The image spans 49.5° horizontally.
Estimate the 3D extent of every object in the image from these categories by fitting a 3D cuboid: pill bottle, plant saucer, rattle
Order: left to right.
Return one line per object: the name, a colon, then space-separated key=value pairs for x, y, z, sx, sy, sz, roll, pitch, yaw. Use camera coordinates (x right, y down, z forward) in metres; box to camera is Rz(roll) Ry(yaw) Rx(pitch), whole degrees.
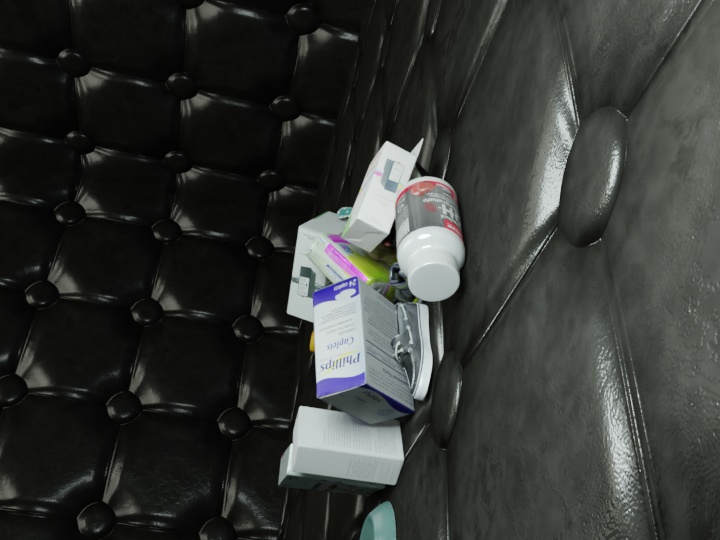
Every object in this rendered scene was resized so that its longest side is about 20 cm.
plant saucer: x=0.024 y=0.529 z=1.441 sx=0.200 sy=0.035 sz=0.204 roll=-170 pitch=90 yaw=-81
rattle: x=0.040 y=-0.117 z=1.600 sx=0.201 sy=0.128 sz=0.145 roll=-115 pitch=31 yaw=-46
pill bottle: x=0.111 y=-0.049 z=1.258 sx=0.202 sy=0.108 sz=0.112 roll=-90 pitch=14 yaw=-47

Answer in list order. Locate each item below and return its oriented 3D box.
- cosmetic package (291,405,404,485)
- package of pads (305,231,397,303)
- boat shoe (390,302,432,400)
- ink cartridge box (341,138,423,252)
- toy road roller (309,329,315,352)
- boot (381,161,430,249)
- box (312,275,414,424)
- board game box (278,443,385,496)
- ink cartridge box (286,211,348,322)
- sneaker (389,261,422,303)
cosmetic package: x=-0.025 y=0.323 z=1.442 sx=0.102 sy=0.196 sz=0.072 roll=-93 pitch=16 yaw=-57
package of pads: x=0.000 y=0.000 z=1.551 sx=0.069 sy=0.154 sz=0.199 roll=-53 pitch=-21 yaw=14
boat shoe: x=0.085 y=0.136 z=1.365 sx=0.072 sy=0.066 sz=0.203 roll=110 pitch=167 yaw=-47
ink cartridge box: x=0.039 y=-0.149 z=1.409 sx=0.117 sy=0.066 sz=0.203 roll=136 pitch=157 yaw=-68
toy road roller: x=-0.030 y=0.128 z=1.769 sx=0.200 sy=0.120 sz=0.149 roll=17 pitch=-99 yaw=-78
boot: x=0.080 y=-0.127 z=1.492 sx=0.144 sy=0.072 sz=0.201 roll=-44 pitch=25 yaw=20
box: x=0.005 y=0.146 z=1.389 sx=0.183 sy=0.103 sz=0.203 roll=38 pitch=-140 yaw=-50
board game box: x=-0.058 y=0.403 z=1.567 sx=0.148 sy=0.196 sz=0.066 roll=121 pitch=157 yaw=-65
ink cartridge box: x=-0.082 y=-0.007 z=1.686 sx=0.146 sy=0.082 sz=0.204 roll=-38 pitch=-38 yaw=-61
sneaker: x=0.088 y=0.013 z=1.433 sx=0.200 sy=0.079 sz=0.075 roll=126 pitch=153 yaw=-70
